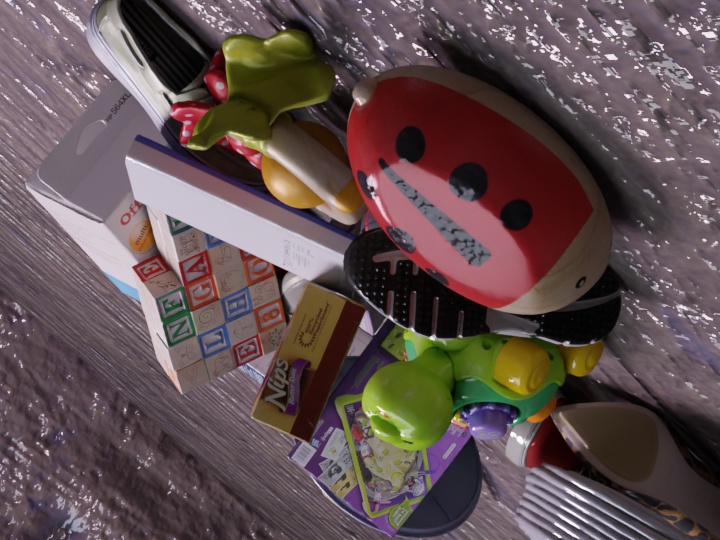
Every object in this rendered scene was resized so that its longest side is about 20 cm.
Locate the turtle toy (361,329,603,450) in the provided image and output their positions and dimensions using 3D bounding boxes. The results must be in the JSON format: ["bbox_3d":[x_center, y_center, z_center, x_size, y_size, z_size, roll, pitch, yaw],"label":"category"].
[{"bbox_3d":[0.078,0.073,1.396,0.145,0.102,0.199,29,-154,31],"label":"turtle toy"}]

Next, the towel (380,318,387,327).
[{"bbox_3d":[0.087,0.095,1.738,0.199,0.023,0.153,23,160,47],"label":"towel"}]

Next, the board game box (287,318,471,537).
[{"bbox_3d":[0.039,0.120,1.610,0.120,0.201,0.032,38,-161,5],"label":"board game box"}]

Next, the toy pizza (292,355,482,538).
[{"bbox_3d":[0.022,0.166,1.729,0.200,0.200,0.032,37,131,2],"label":"toy pizza"}]

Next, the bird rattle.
[{"bbox_3d":[-0.065,-0.087,1.355,0.163,0.113,0.200,41,166,-3],"label":"bird rattle"}]

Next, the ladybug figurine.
[{"bbox_3d":[0.068,-0.043,1.160,0.200,0.072,0.136,39,132,-10],"label":"ladybug figurine"}]

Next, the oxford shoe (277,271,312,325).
[{"bbox_3d":[-0.041,0.042,1.737,0.200,0.075,0.058,104,148,-64],"label":"oxford shoe"}]

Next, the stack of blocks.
[{"bbox_3d":[-0.140,0.000,1.658,0.059,0.114,0.201,48,156,46],"label":"stack of blocks"}]

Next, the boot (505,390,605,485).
[{"bbox_3d":[0.204,0.170,1.584,0.144,0.073,0.200,31,175,23],"label":"boot"}]

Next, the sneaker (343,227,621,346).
[{"bbox_3d":[0.076,0.014,1.280,0.198,0.074,0.080,13,180,-21],"label":"sneaker"}]

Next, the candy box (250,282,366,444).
[{"bbox_3d":[-0.043,0.072,1.540,0.056,0.118,0.200,23,179,-3],"label":"candy box"}]

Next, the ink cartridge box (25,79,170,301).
[{"bbox_3d":[-0.198,-0.065,1.720,0.125,0.129,0.200,25,161,41],"label":"ink cartridge box"}]

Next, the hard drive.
[{"bbox_3d":[-0.090,-0.041,1.491,0.199,0.026,0.132,25,167,2],"label":"hard drive"}]

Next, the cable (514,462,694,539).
[{"bbox_3d":[0.211,0.223,1.473,0.199,0.070,0.200,33,175,-14],"label":"cable"}]

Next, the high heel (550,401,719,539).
[{"bbox_3d":[0.246,0.179,1.508,0.199,0.072,0.143,24,160,26],"label":"high heel"}]

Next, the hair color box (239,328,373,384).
[{"bbox_3d":[-0.065,0.078,1.900,0.199,0.100,0.061,35,167,14],"label":"hair color box"}]

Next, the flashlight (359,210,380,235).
[{"bbox_3d":[0.044,-0.045,1.317,0.068,0.068,0.200,41,167,0],"label":"flashlight"}]

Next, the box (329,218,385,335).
[{"bbox_3d":[0.000,0.000,1.618,0.039,0.042,0.200,33,166,15],"label":"box"}]

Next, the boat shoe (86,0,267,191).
[{"bbox_3d":[-0.134,-0.138,1.458,0.200,0.072,0.062,42,160,-13],"label":"boat shoe"}]

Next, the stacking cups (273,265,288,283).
[{"bbox_3d":[-0.074,-0.012,1.735,0.060,0.061,0.200,35,163,11],"label":"stacking cups"}]
